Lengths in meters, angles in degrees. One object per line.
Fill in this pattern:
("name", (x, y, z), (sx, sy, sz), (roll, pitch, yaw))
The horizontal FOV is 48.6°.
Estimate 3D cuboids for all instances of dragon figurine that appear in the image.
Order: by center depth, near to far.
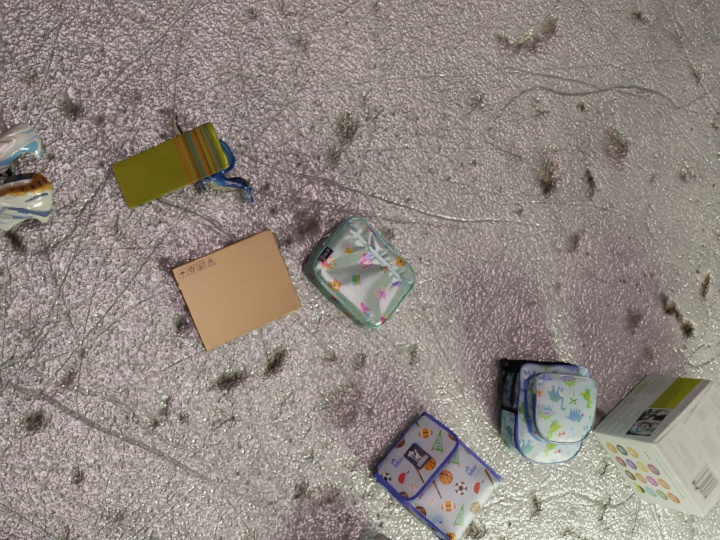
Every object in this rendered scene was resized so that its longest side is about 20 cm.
("dragon figurine", (-0.264, -0.200, 1.444), (0.099, 0.059, 0.201), (-28, 98, -19))

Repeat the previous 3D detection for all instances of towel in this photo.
("towel", (-0.333, -0.183, 1.396), (0.199, 0.018, 0.087), (-21, 91, 9))

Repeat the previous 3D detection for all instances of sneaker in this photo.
("sneaker", (-0.604, -0.098, 1.299), (0.199, 0.075, 0.089), (-9, 133, -22))
("sneaker", (-0.621, -0.175, 1.309), (0.199, 0.072, 0.073), (-28, 110, -14))

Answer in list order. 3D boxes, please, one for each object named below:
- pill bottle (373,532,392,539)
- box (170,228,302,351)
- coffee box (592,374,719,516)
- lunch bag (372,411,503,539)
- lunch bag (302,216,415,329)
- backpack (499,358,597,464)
("pill bottle", (0.017, 0.601, 1.493), (0.109, 0.109, 0.201), (34, 77, -16))
("box", (-0.225, 0.035, 1.470), (0.199, 0.021, 0.164), (-24, 97, -19))
("coffee box", (0.663, 0.363, 1.691), (0.200, 0.198, 0.200), (-39, 100, -19))
("lunch bag", (0.145, 0.400, 1.545), (0.200, 0.124, 0.170), (43, 74, 1))
("lunch bag", (0.000, 0.000, 1.524), (0.200, 0.077, 0.161), (44, 75, -13))
("backpack", (0.378, 0.288, 1.618), (0.182, 0.147, 0.202), (6, 89, -18))
